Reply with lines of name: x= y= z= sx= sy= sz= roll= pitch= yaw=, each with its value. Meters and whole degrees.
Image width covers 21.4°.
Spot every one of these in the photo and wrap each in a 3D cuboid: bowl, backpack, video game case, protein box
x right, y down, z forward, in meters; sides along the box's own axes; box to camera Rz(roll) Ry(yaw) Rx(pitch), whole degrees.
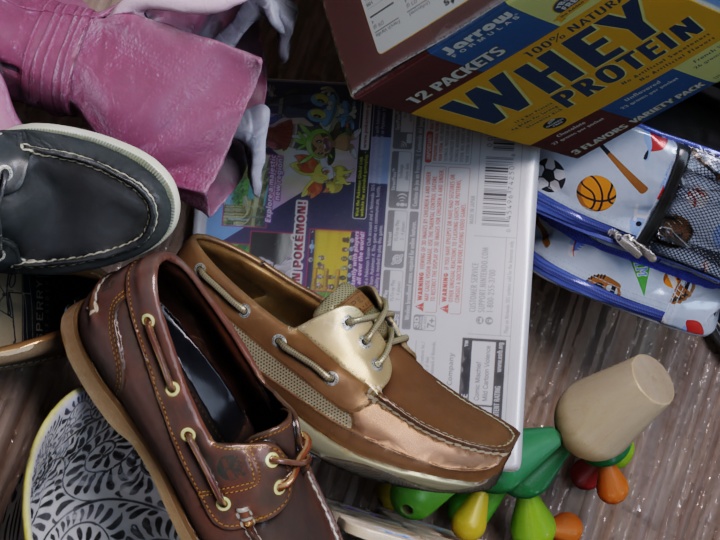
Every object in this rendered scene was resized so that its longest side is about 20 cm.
bowl: x=-0.106 y=0.159 z=0.917 sx=0.201 sy=0.094 sz=0.201 roll=32 pitch=39 yaw=-31
backpack: x=0.158 y=-0.065 z=1.096 sx=0.190 sy=0.200 sz=0.154 roll=27 pitch=107 yaw=-6
video game case: x=0.000 y=0.000 z=1.005 sx=0.182 sy=0.023 sz=0.201 roll=4 pitch=81 yaw=6
protein box: x=0.077 y=-0.184 z=0.921 sx=0.198 sy=0.135 sz=0.201 roll=9 pitch=59 yaw=-51

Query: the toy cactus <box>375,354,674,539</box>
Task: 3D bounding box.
toy cactus: x=0.105 y=0.091 z=1.058 sx=0.200 sy=0.165 sz=0.103 roll=7 pitch=55 yaw=-41

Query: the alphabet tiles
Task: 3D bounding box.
alphabet tiles: x=0.072 y=0.156 z=0.989 sx=0.195 sy=0.200 sz=0.015 roll=18 pitch=87 yaw=-12

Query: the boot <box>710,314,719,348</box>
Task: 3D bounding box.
boot: x=0.285 y=-0.042 z=1.182 sx=0.069 sy=0.174 sz=0.201 roll=-3 pitch=86 yaw=-35

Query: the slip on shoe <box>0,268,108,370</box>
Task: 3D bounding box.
slip on shoe: x=-0.208 y=0.021 z=0.897 sx=0.200 sy=0.061 sz=0.076 roll=0 pitch=85 yaw=-35

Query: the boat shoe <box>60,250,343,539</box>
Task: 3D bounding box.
boat shoe: x=-0.060 y=0.084 z=0.890 sx=0.200 sy=0.070 sz=0.070 roll=54 pitch=32 yaw=-8

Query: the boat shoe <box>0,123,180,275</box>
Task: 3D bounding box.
boat shoe: x=-0.183 y=-0.029 z=0.853 sx=0.199 sy=0.066 sz=0.075 roll=10 pitch=110 yaw=2

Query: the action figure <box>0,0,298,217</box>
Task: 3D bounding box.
action figure: x=-0.137 y=-0.098 z=0.900 sx=0.199 sy=0.149 sz=0.134 roll=11 pitch=44 yaw=1

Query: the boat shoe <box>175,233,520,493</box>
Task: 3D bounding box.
boat shoe: x=-0.015 y=0.044 z=0.939 sx=0.076 sy=0.200 sz=0.074 roll=-45 pitch=157 yaw=-69
